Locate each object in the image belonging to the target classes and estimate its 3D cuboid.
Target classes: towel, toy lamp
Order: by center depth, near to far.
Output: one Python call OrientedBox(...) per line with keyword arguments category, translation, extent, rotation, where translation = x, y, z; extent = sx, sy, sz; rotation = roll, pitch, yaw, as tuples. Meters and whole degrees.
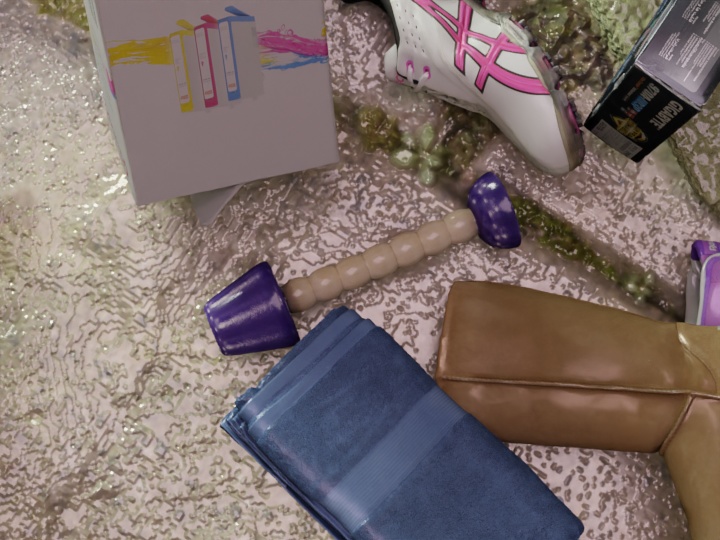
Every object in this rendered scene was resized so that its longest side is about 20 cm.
OrientedBox(category="towel", translation=(0.025, 0.119, 0.782), extent=(0.200, 0.049, 0.112), rotation=(43, 65, 13))
OrientedBox(category="toy lamp", translation=(0.000, 0.000, 0.846), extent=(0.199, 0.058, 0.058), rotation=(-21, 83, -5))
OrientedBox(category="towel", translation=(0.241, -0.145, 0.878), extent=(0.148, 0.036, 0.200), rotation=(-29, 85, -3))

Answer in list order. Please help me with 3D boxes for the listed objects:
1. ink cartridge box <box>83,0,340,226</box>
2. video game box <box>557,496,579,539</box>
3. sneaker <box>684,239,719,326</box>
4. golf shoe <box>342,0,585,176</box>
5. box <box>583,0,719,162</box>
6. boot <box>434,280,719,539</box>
OrientedBox(category="ink cartridge box", translation=(-0.093, -0.142, 0.790), extent=(0.125, 0.129, 0.201), rotation=(-13, 125, -11))
OrientedBox(category="video game box", translation=(0.067, 0.256, 0.792), extent=(0.199, 0.047, 0.183), rotation=(-21, 85, -19))
OrientedBox(category="sneaker", translation=(0.273, -0.014, 0.842), extent=(0.114, 0.073, 0.201), rotation=(31, 83, 5))
OrientedBox(category="golf shoe", translation=(0.065, -0.132, 0.860), extent=(0.092, 0.073, 0.200), rotation=(-35, 74, 1))
OrientedBox(category="box", translation=(0.211, -0.168, 0.783), extent=(0.046, 0.159, 0.200), rotation=(34, 85, 3))
OrientedBox(category="boot", translation=(0.142, 0.101, 0.809), extent=(0.199, 0.066, 0.176), rotation=(6, 72, 15))
